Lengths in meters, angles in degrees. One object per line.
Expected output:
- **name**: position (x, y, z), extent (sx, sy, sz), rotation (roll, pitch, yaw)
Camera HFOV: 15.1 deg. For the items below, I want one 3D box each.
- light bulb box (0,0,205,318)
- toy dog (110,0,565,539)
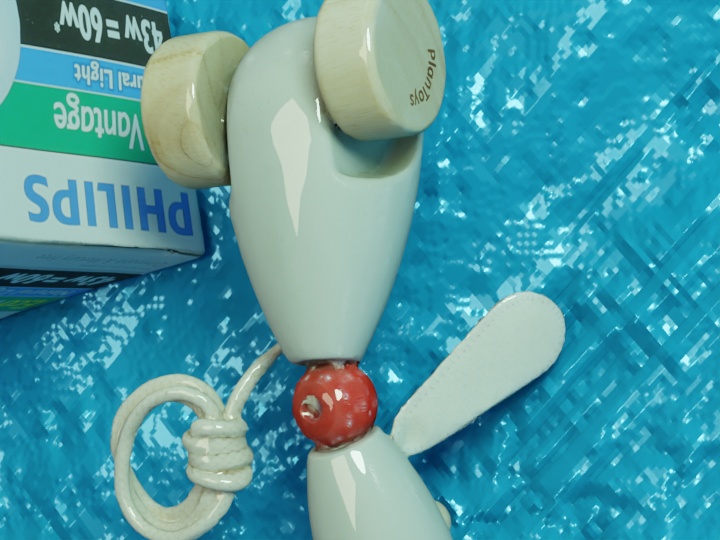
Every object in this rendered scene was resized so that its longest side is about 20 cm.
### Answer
- **light bulb box**: position (-0.168, -0.091, 0.902), extent (0.124, 0.198, 0.202), rotation (-15, 80, 32)
- **toy dog**: position (0.000, 0.000, 0.867), extent (0.131, 0.096, 0.201), rotation (16, 109, 30)
